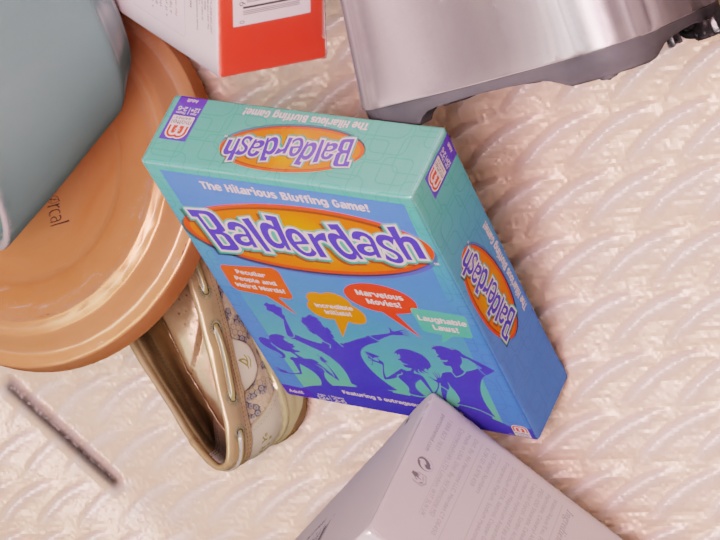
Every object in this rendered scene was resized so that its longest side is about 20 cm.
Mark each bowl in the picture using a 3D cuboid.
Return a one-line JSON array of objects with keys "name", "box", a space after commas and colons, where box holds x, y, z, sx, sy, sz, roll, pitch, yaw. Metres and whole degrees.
[{"name": "bowl", "box": [-0.187, -0.122, 1.456, 0.201, 0.105, 0.201, 52, 164, 21]}]

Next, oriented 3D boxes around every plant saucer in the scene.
[{"name": "plant saucer", "box": [-0.167, -0.048, 1.544, 0.200, 0.032, 0.201, -4, 81, 26]}]

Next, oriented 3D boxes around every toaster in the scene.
[{"name": "toaster", "box": [0.074, -0.148, 1.350, 0.200, 0.114, 0.130, -12, 101, 39]}]

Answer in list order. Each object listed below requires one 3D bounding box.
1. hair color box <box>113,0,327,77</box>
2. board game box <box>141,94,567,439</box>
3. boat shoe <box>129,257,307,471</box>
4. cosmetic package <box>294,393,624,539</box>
[{"name": "hair color box", "box": [-0.088, -0.172, 1.422, 0.200, 0.061, 0.102, 36, 132, 52]}, {"name": "board game box", "box": [0.000, 0.000, 1.441, 0.152, 0.045, 0.200, 9, 147, 31]}, {"name": "boat shoe", "box": [-0.102, 0.011, 1.562, 0.073, 0.063, 0.200, -36, 88, 39]}, {"name": "cosmetic package", "box": [0.046, 0.209, 1.485, 0.200, 0.123, 0.199, 36, 127, -6]}]
